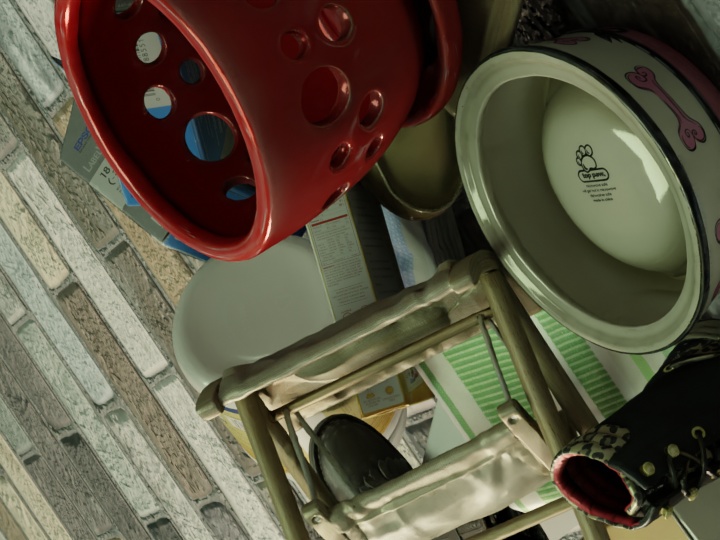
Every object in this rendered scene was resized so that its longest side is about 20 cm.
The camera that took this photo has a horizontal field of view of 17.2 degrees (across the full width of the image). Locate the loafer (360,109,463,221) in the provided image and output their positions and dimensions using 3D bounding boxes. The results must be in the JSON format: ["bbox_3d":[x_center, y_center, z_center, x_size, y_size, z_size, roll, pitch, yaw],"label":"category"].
[{"bbox_3d":[0.022,-0.118,1.576,0.067,0.076,0.200,26,144,58],"label":"loafer"}]

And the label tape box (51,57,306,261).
[{"bbox_3d":[-0.158,-0.077,1.880,0.200,0.063,0.144,38,-172,35],"label":"label tape box"}]

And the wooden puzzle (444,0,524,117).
[{"bbox_3d":[0.036,-0.210,1.420,0.185,0.037,0.200,46,150,19],"label":"wooden puzzle"}]

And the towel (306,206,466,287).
[{"bbox_3d":[0.013,-0.028,1.777,0.200,0.024,0.147,29,145,46],"label":"towel"}]

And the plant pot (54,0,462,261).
[{"bbox_3d":[-0.053,-0.130,1.407,0.200,0.182,0.201,38,145,32],"label":"plant pot"}]

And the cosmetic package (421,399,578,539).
[{"bbox_3d":[0.115,0.119,1.706,0.113,0.081,0.200,47,156,19],"label":"cosmetic package"}]

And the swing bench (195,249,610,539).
[{"bbox_3d":[0.037,0.108,1.507,0.200,0.199,0.130,62,-161,-5],"label":"swing bench"}]

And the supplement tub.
[{"bbox_3d":[-0.048,0.076,1.834,0.144,0.144,0.200,40,170,31],"label":"supplement tub"}]

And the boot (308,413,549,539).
[{"bbox_3d":[0.061,0.170,1.705,0.200,0.069,0.174,49,156,-4],"label":"boot"}]

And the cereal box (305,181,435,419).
[{"bbox_3d":[0.000,0.000,1.648,0.144,0.039,0.200,6,-112,-80],"label":"cereal box"}]

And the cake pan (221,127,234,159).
[{"bbox_3d":[-0.098,-0.165,1.768,0.200,0.037,0.200,39,146,33],"label":"cake pan"}]

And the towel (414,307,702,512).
[{"bbox_3d":[0.139,0.066,1.548,0.200,0.023,0.153,-33,92,35],"label":"towel"}]

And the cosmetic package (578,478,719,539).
[{"bbox_3d":[0.213,0.170,1.558,0.071,0.105,0.200,52,155,7],"label":"cosmetic package"}]

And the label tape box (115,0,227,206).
[{"bbox_3d":[-0.130,-0.156,1.590,0.200,0.063,0.144,-82,-17,-56],"label":"label tape box"}]

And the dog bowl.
[{"bbox_3d":[0.150,-0.054,1.401,0.200,0.074,0.200,37,145,32],"label":"dog bowl"}]

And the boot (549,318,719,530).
[{"bbox_3d":[0.222,0.098,1.374,0.203,0.154,0.074,9,127,50],"label":"boot"}]
